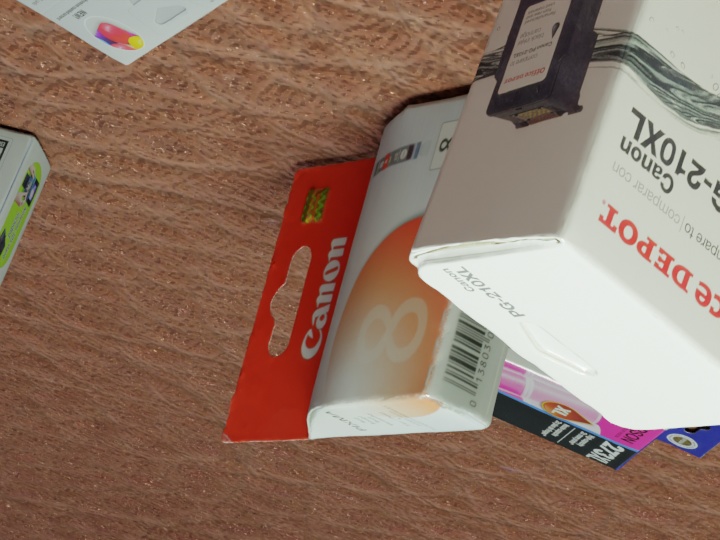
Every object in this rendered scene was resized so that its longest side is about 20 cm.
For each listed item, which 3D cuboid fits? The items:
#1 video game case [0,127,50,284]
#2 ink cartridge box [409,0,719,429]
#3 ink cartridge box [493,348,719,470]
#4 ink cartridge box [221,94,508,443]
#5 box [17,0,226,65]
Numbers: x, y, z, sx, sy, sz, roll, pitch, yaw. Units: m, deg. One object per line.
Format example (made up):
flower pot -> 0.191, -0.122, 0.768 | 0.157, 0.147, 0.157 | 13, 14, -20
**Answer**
video game case -> -0.301, -0.013, 1.583 | 0.200, 0.181, 0.045 | 15, 157, 16
ink cartridge box -> 0.120, -0.057, 1.085 | 0.084, 0.200, 0.145 | -5, 147, 47
ink cartridge box -> 0.117, 0.069, 1.601 | 0.200, 0.037, 0.095 | 21, 158, -6
ink cartridge box -> 0.000, 0.000, 1.372 | 0.200, 0.162, 0.050 | -6, 153, 46
box -> -0.153, -0.175, 1.267 | 0.200, 0.041, 0.156 | 30, 156, -19
